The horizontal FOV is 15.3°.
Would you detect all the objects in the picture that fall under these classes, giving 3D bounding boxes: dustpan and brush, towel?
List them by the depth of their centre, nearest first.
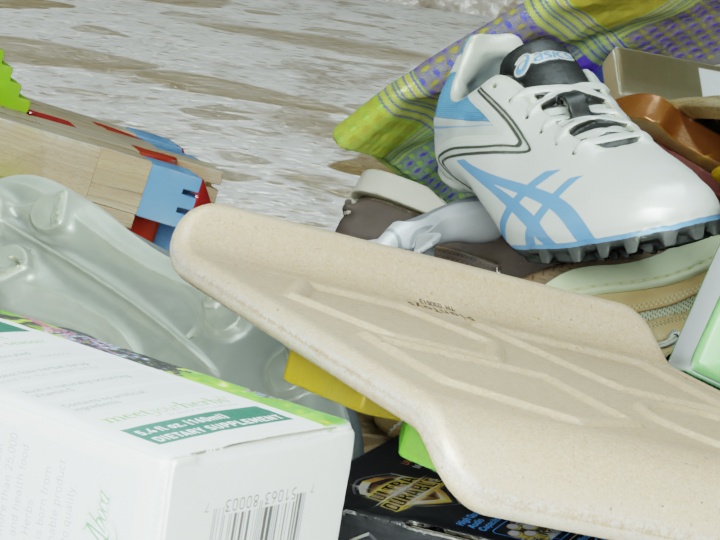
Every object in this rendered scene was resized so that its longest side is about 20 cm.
[{"bbox_3d":[0.000,0.000,1.087,0.199,0.058,0.139,-4,-2,-42],"label":"dustpan and brush"},{"bbox_3d":[0.095,-0.091,1.239,0.199,0.023,0.144,-28,-22,15],"label":"towel"}]

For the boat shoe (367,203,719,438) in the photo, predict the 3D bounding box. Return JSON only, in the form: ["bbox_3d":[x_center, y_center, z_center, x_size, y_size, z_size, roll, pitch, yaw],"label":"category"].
[{"bbox_3d":[0.092,0.035,1.053,0.199,0.076,0.072,-21,-8,-29],"label":"boat shoe"}]

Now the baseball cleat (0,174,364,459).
[{"bbox_3d":[-0.060,0.034,0.944,0.200,0.070,0.106,39,-7,33],"label":"baseball cleat"}]

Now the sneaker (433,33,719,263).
[{"bbox_3d":[0.079,-0.049,1.053,0.072,0.073,0.200,-9,18,-18],"label":"sneaker"}]

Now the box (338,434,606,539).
[{"bbox_3d":[0.101,0.090,0.818,0.198,0.050,0.200,11,11,20],"label":"box"}]

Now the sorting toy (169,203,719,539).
[{"bbox_3d":[0.056,0.042,0.775,0.184,0.037,0.200,13,12,-29],"label":"sorting toy"}]

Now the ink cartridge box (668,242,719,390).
[{"bbox_3d":[0.227,0.010,0.927,0.199,0.145,0.084,25,-1,2],"label":"ink cartridge box"}]

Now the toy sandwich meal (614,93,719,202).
[{"bbox_3d":[0.176,-0.001,1.184,0.205,0.070,0.205,29,-26,16],"label":"toy sandwich meal"}]

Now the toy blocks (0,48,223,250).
[{"bbox_3d":[-0.131,-0.043,1.285,0.136,0.100,0.200,16,6,-21],"label":"toy blocks"}]

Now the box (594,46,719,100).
[{"bbox_3d":[0.129,-0.033,1.297,0.121,0.033,0.200,8,-31,-23],"label":"box"}]

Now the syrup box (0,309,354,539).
[{"bbox_3d":[-0.107,0.058,0.740,0.199,0.082,0.079,17,12,35],"label":"syrup box"}]

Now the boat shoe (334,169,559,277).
[{"bbox_3d":[0.054,0.009,1.193,0.200,0.060,0.072,22,-16,47],"label":"boat shoe"}]
